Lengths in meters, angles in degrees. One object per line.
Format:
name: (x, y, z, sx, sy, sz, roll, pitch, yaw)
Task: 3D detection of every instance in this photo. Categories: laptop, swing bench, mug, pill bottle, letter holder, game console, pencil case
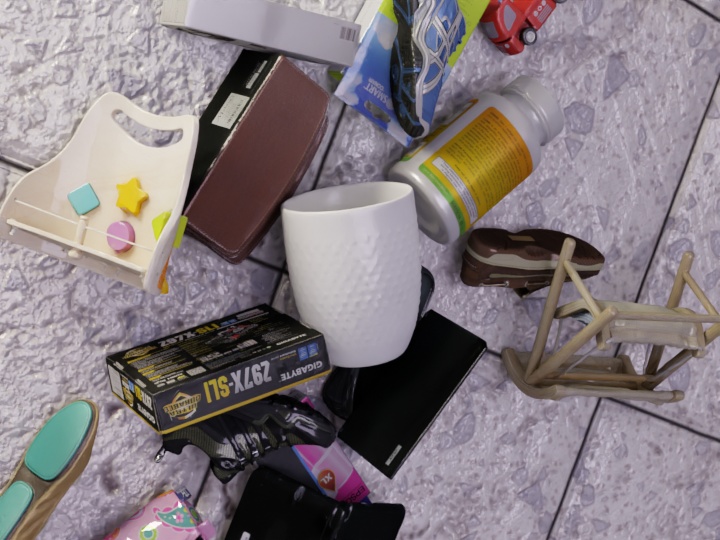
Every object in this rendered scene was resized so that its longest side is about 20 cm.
laptop: (0.066, 0.146, 1.608, 0.178, 0.103, 0.200, -52, 160, -6)
swing bench: (0.309, 0.083, 1.746, 0.196, 0.131, 0.202, 3, 130, -28)
mug: (0.000, 0.000, 1.586, 0.145, 0.200, 0.178, -4, 104, 11)
pill bottle: (0.138, -0.133, 1.665, 0.199, 0.111, 0.112, -40, 115, -15)
letter holder: (-0.107, -0.111, 1.549, 0.142, 0.100, 0.201, 36, 82, -30)
game console: (-0.068, 0.337, 1.670, 0.174, 0.116, 0.202, 24, 100, 9)
pencil case: (-0.251, 0.325, 1.565, 0.199, 0.087, 0.088, -36, 114, -16)

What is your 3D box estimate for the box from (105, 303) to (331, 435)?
box: (-0.152, 0.100, 1.531, 0.198, 0.159, 0.050, -19, 107, -24)

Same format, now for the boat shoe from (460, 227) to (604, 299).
boat shoe: (0.204, -0.005, 1.758, 0.200, 0.075, 0.076, 6, 120, -29)

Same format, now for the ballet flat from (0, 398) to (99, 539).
ballet flat: (-0.335, 0.226, 1.525, 0.201, 0.068, 0.063, -52, 145, -7)

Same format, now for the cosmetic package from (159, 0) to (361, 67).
cosmetic package: (-0.106, -0.259, 1.531, 0.197, 0.082, 0.051, 9, 98, -28)

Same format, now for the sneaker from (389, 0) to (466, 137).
sneaker: (0.078, -0.246, 1.578, 0.076, 0.076, 0.203, 1, 100, -23)

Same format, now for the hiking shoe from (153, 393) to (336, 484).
hiking shoe: (-0.127, 0.185, 1.594, 0.197, 0.076, 0.102, 11, 94, -6)

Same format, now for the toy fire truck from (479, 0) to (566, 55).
toy fire truck: (0.192, -0.369, 1.684, 0.141, 0.049, 0.201, 43, 80, -27)

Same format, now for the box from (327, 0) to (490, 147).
box: (0.051, -0.257, 1.632, 0.121, 0.048, 0.202, 31, 85, -28)

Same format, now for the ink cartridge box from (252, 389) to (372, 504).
ink cartridge box: (-0.055, 0.245, 1.682, 0.094, 0.037, 0.201, -39, 117, -16)

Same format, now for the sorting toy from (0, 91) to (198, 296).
sorting toy: (-0.238, -0.084, 1.455, 0.107, 0.198, 0.182, 26, 84, -65)

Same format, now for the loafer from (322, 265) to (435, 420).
loafer: (0.031, 0.086, 1.674, 0.068, 0.070, 0.202, 37, 82, -30)
